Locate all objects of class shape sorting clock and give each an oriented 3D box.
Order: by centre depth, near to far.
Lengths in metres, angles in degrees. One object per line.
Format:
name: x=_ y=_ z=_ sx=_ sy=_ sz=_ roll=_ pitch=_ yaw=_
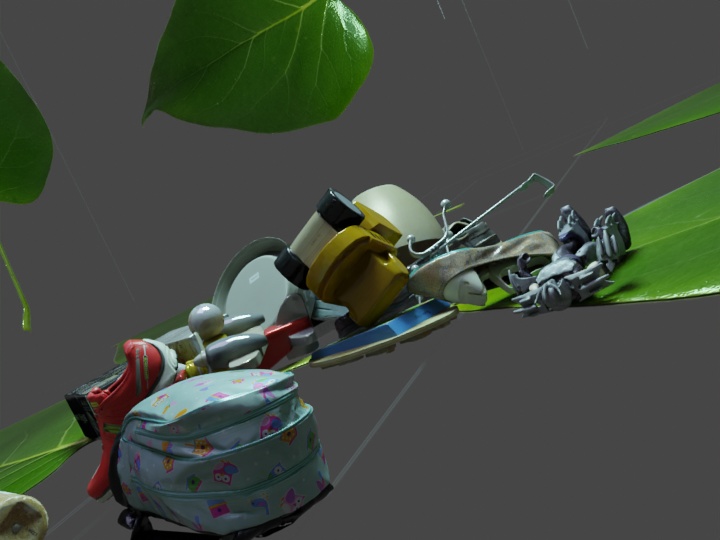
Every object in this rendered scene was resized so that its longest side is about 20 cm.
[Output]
shape sorting clock: x=0.030 y=0.083 z=0.906 sx=0.198 sy=0.040 sz=0.200 roll=-24 pitch=-2 yaw=-1

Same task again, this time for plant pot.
plant pot: x=0.046 y=-0.078 z=1.351 sx=0.198 sy=0.136 sz=0.200 roll=-19 pitch=-14 yaw=-5

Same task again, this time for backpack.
backpack: x=-0.117 y=0.151 z=0.607 sx=0.166 sy=0.128 sz=0.199 roll=-26 pitch=10 yaw=-35

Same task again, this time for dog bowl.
dog bowl: x=-0.154 y=0.050 z=1.171 sx=0.198 sy=0.203 sz=0.058 roll=-21 pitch=-33 yaw=32

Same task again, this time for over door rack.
over door rack: x=0.153 y=-0.039 z=0.961 sx=0.198 sy=0.067 sz=0.148 roll=-27 pitch=-34 yaw=-7

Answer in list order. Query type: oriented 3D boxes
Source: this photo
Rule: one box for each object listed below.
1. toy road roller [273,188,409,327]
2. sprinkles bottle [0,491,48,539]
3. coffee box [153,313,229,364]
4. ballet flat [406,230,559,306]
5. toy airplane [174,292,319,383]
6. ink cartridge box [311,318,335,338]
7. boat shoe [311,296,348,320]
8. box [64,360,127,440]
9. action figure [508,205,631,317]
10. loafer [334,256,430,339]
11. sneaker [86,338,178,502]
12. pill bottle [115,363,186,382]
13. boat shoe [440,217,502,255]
toy road roller: x=0.000 y=0.000 z=0.923 sx=0.123 sy=0.146 sz=0.199 roll=-51 pitch=-24 yaw=10
sprinkles bottle: x=-0.432 y=0.297 z=0.864 sx=0.068 sy=0.069 sz=0.199 roll=-31 pitch=10 yaw=-39
coffee box: x=-0.256 y=0.147 z=1.133 sx=0.079 sy=0.115 sz=0.199 roll=-34 pitch=10 yaw=-40
ballet flat: x=0.155 y=0.005 z=0.884 sx=0.197 sy=0.068 sz=0.068 roll=-19 pitch=51 yaw=-4
toy airplane: x=-0.149 y=0.092 z=0.904 sx=0.199 sy=0.141 sz=0.199 roll=-33 pitch=11 yaw=42
ink cartridge box: x=-0.067 y=0.061 z=1.222 sx=0.198 sy=0.037 sz=0.095 roll=-26 pitch=46 yaw=-13
boat shoe: x=-0.029 y=0.050 z=1.157 sx=0.066 sy=0.075 sz=0.199 roll=8 pitch=6 yaw=-44
box: x=-0.392 y=0.206 z=1.275 sx=0.199 sy=0.087 sz=0.163 roll=-31 pitch=9 yaw=-34
action figure: x=0.231 y=-0.011 z=0.800 sx=0.129 sy=0.070 sz=0.200 roll=-13 pitch=17 yaw=38
loafer: x=0.043 y=0.035 z=1.048 sx=0.198 sy=0.063 sz=0.072 roll=-25 pitch=-17 yaw=-19
sneaker: x=-0.288 y=0.173 z=0.867 sx=0.202 sy=0.084 sz=0.077 roll=-67 pitch=18 yaw=1
pill bottle: x=-0.291 y=0.184 z=1.025 sx=0.104 sy=0.105 sz=0.199 roll=-30 pitch=9 yaw=-32
boat shoe: x=0.175 y=-0.051 z=1.216 sx=0.074 sy=0.074 sz=0.200 roll=-27 pitch=8 yaw=-17
